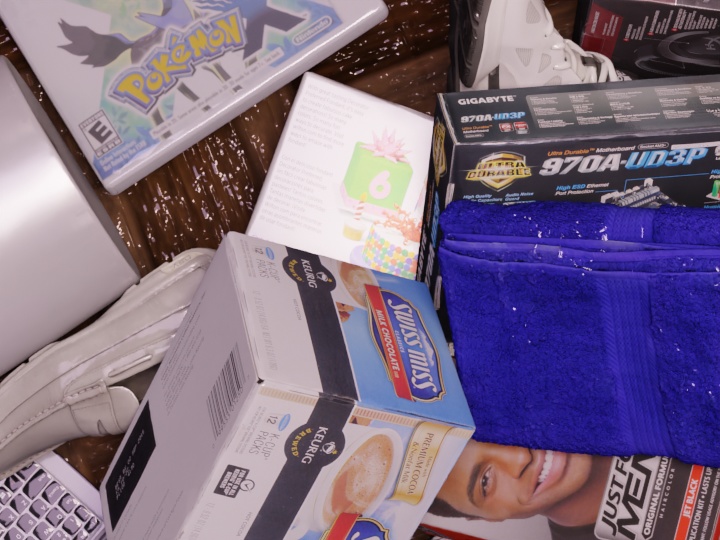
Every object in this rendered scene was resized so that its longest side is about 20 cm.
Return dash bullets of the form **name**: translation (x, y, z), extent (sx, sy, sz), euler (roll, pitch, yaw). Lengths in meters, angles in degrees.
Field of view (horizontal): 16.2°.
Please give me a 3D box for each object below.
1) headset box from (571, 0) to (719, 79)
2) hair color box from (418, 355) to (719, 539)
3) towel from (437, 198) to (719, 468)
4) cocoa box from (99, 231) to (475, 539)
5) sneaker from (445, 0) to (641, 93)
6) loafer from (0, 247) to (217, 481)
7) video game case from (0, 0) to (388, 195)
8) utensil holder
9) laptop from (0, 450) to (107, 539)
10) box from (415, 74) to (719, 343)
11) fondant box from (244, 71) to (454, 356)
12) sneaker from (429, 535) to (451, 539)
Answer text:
- **headset box**: translation (0.209, -0.157, 1.469), extent (0.199, 0.149, 0.078), euler (8, 75, 3)
- **hair color box**: translation (0.122, 0.117, 1.424), extent (0.199, 0.061, 0.102), euler (10, 80, 31)
- **towel**: translation (0.136, 0.036, 1.337), extent (0.199, 0.050, 0.148), euler (4, 114, 30)
- **cocoa box**: translation (-0.045, 0.105, 1.404), extent (0.131, 0.134, 0.200), euler (14, 123, -23)
- **sneaker**: translation (0.109, -0.125, 1.417), extent (0.115, 0.201, 0.076), euler (-4, 50, -5)
- **loafer**: translation (-0.145, 0.066, 1.472), extent (0.200, 0.070, 0.070), euler (-37, 72, 9)
- **video game case**: translation (-0.113, -0.172, 1.525), extent (0.200, 0.022, 0.183), euler (-33, 73, 1)
- **utensil holder**: translation (-0.250, -0.007, 1.472), extent (0.199, 0.170, 0.170), euler (-31, 87, -1)
- **laptop**: translation (-0.225, 0.199, 1.489), extent (0.200, 0.116, 0.187), euler (42, 89, 2)
- **box**: translation (0.136, -0.034, 1.430), extent (0.199, 0.159, 0.046), euler (-5, 46, -9)
- **fondant box**: translation (0.000, 0.000, 1.520), extent (0.144, 0.058, 0.201), euler (20, 90, 2)
- **sneaker**: translation (0.066, 0.175, 1.515), extent (0.199, 0.073, 0.072), euler (-31, 125, 11)
